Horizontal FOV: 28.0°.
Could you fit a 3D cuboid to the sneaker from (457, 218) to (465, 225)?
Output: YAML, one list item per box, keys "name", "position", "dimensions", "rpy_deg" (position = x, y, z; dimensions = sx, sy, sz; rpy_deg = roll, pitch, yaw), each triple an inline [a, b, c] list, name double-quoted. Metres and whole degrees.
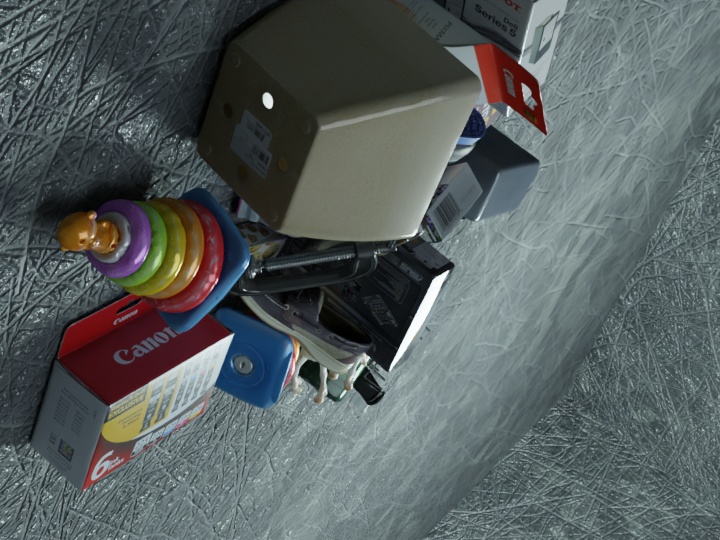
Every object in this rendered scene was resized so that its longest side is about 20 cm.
- name: "sneaker"
  position: [0.082, -0.060, 2.048]
  dimensions: [0.091, 0.076, 0.200]
  rpy_deg: [-48, 161, 17]

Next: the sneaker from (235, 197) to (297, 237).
- name: "sneaker"
  position: [-0.047, -0.091, 1.617]
  dimensions: [0.200, 0.088, 0.082]
  rpy_deg: [-38, 158, -40]

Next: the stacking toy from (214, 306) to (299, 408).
- name: "stacking toy"
  position: [-0.108, 0.072, 1.795]
  dimensions: [0.200, 0.109, 0.117]
  rpy_deg: [-52, 164, -59]

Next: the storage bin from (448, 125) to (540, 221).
- name: "storage bin"
  position: [0.143, -0.131, 1.945]
  dimensions: [0.200, 0.134, 0.146]
  rpy_deg: [-16, 136, -61]

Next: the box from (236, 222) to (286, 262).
- name: "box"
  position: [-0.150, -0.020, 1.573]
  dimensions: [0.042, 0.039, 0.200]
  rpy_deg: [-59, 162, 20]

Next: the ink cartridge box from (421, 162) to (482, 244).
- name: "ink cartridge box"
  position: [0.047, -0.074, 1.840]
  dimensions: [0.199, 0.051, 0.109]
  rpy_deg: [-8, -149, 44]

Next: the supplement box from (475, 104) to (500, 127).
- name: "supplement box"
  position: [0.093, -0.193, 1.785]
  dimensions: [0.200, 0.086, 0.111]
  rpy_deg: [-44, 161, -27]

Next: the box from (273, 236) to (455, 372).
- name: "box"
  position: [0.000, 0.000, 1.727]
  dimensions: [0.048, 0.200, 0.159]
  rpy_deg: [-29, 150, -47]

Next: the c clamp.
- name: "c clamp"
  position: [-0.056, -0.009, 1.561]
  dimensions: [0.199, 0.027, 0.171]
  rpy_deg: [-11, 166, 0]

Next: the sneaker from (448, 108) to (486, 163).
- name: "sneaker"
  position: [0.041, -0.159, 1.630]
  dimensions: [0.199, 0.071, 0.078]
  rpy_deg: [11, 147, -23]

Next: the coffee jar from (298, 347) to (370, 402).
- name: "coffee jar"
  position: [-0.010, 0.078, 2.011]
  dimensions: [0.085, 0.104, 0.200]
  rpy_deg: [37, 90, -28]

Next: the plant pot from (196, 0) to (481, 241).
- name: "plant pot"
  position: [-0.038, -0.145, 1.391]
  dimensions: [0.177, 0.200, 0.201]
  rpy_deg: [-19, 144, -44]

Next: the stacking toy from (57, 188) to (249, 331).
- name: "stacking toy"
  position: [-0.208, -0.023, 1.319]
  dimensions: [0.116, 0.110, 0.200]
  rpy_deg: [-46, 153, 17]

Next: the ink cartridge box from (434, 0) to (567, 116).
- name: "ink cartridge box"
  position: [0.149, -0.296, 1.632]
  dimensions: [0.084, 0.145, 0.200]
  rpy_deg: [-43, 160, -26]

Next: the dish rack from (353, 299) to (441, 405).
- name: "dish rack"
  position: [0.041, 0.079, 2.078]
  dimensions: [0.200, 0.153, 0.054]
  rpy_deg: [-48, 123, 7]

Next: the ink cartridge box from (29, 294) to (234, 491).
- name: "ink cartridge box"
  position: [-0.235, 0.109, 1.528]
  dimensions: [0.200, 0.084, 0.176]
  rpy_deg: [-32, 153, -48]

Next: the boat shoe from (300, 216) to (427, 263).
- name: "boat shoe"
  position: [0.002, -0.037, 1.624]
  dimensions: [0.200, 0.073, 0.075]
  rpy_deg: [-20, -148, 57]

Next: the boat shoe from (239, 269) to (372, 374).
- name: "boat shoe"
  position: [-0.067, 0.043, 1.687]
  dimensions: [0.065, 0.200, 0.072]
  rpy_deg: [-37, -154, 24]

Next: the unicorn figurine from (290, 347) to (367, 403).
- name: "unicorn figurine"
  position: [-0.040, 0.101, 1.869]
  dimensions: [0.200, 0.073, 0.138]
  rpy_deg: [-48, 153, -64]

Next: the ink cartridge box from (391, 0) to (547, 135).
- name: "ink cartridge box"
  position: [0.113, -0.219, 1.590]
  dimensions: [0.050, 0.200, 0.162]
  rpy_deg: [-47, 161, -5]
